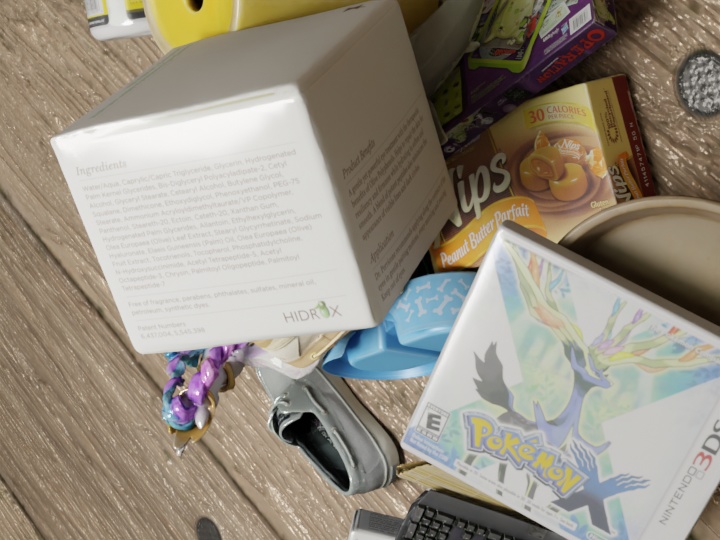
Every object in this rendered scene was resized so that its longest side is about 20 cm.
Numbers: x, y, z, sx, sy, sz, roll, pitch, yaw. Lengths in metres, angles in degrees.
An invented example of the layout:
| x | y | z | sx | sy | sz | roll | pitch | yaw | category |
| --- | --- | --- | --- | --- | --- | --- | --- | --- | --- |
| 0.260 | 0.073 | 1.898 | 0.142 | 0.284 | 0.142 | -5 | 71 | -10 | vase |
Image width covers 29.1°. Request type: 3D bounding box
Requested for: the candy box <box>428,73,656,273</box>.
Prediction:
| x | y | z | sx | sy | sz | roll | pitch | yaw | category |
| --- | --- | --- | --- | --- | --- | --- | --- | --- | --- |
| 0.128 | -0.070 | 1.078 | 0.200 | 0.055 | 0.116 | -12 | 93 | 49 | candy box |

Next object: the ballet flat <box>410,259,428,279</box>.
| x | y | z | sx | sy | sz | roll | pitch | yaw | category |
| --- | --- | --- | --- | --- | --- | --- | --- | --- | --- |
| -0.017 | -0.053 | 1.231 | 0.200 | 0.073 | 0.073 | 53 | 135 | 21 | ballet flat |

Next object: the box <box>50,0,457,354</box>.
| x | y | z | sx | sy | sz | roll | pitch | yaw | category |
| --- | --- | --- | --- | --- | --- | --- | --- | --- | --- |
| -0.065 | -0.068 | 0.976 | 0.199 | 0.199 | 0.172 | -7 | 114 | 25 | box |

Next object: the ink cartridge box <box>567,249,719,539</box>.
| x | y | z | sx | sy | sz | roll | pitch | yaw | category |
| --- | --- | --- | --- | --- | --- | --- | --- | --- | --- |
| 0.185 | 0.088 | 0.988 | 0.145 | 0.083 | 0.200 | 38 | 118 | 5 | ink cartridge box |

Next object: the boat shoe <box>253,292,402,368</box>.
| x | y | z | sx | sy | sz | roll | pitch | yaw | category |
| --- | --- | --- | --- | --- | --- | --- | --- | --- | --- |
| 0.000 | 0.000 | 1.109 | 0.200 | 0.069 | 0.074 | -40 | 39 | 6 | boat shoe |

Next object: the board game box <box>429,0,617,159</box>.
| x | y | z | sx | sy | sz | roll | pitch | yaw | category |
| --- | --- | --- | --- | --- | --- | --- | --- | --- | --- |
| 0.106 | -0.173 | 1.037 | 0.200 | 0.032 | 0.120 | -34 | 50 | 43 | board game box |

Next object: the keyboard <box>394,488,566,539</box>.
| x | y | z | sx | sy | sz | roll | pitch | yaw | category |
| --- | --- | --- | --- | --- | --- | --- | --- | --- | --- |
| 0.118 | 0.252 | 1.104 | 0.199 | 0.021 | 0.127 | 20 | 120 | -2 | keyboard |

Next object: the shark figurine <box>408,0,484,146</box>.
| x | y | z | sx | sy | sz | roll | pitch | yaw | category |
| --- | --- | --- | --- | --- | --- | --- | --- | --- | --- |
| 0.043 | -0.185 | 1.037 | 0.215 | 0.089 | 0.128 | -57 | 35 | 22 | shark figurine |

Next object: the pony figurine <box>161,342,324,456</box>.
| x | y | z | sx | sy | sz | roll | pitch | yaw | category |
| --- | --- | --- | --- | --- | --- | --- | --- | --- | --- |
| -0.105 | 0.050 | 1.226 | 0.166 | 0.200 | 0.194 | 26 | 118 | 3 | pony figurine |

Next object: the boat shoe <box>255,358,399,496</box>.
| x | y | z | sx | sy | sz | roll | pitch | yaw | category |
| --- | --- | --- | --- | --- | --- | --- | --- | --- | --- |
| -0.048 | 0.138 | 1.323 | 0.201 | 0.071 | 0.070 | 43 | 131 | 32 | boat shoe |

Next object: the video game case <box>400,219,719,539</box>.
| x | y | z | sx | sy | sz | roll | pitch | yaw | category |
| --- | --- | --- | --- | --- | --- | --- | --- | --- | --- |
| 0.146 | 0.089 | 0.912 | 0.199 | 0.022 | 0.183 | 28 | 116 | 11 | video game case |

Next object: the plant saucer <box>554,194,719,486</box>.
| x | y | z | sx | sy | sz | roll | pitch | yaw | category |
| --- | --- | --- | --- | --- | --- | --- | --- | --- | --- |
| 0.205 | 0.046 | 0.901 | 0.199 | 0.029 | 0.201 | 7 | 109 | 20 | plant saucer |

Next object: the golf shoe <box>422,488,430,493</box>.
| x | y | z | sx | sy | sz | roll | pitch | yaw | category |
| --- | --- | --- | --- | --- | --- | --- | --- | --- | --- |
| 0.118 | 0.151 | 1.153 | 0.200 | 0.078 | 0.095 | -29 | 78 | 37 | golf shoe |

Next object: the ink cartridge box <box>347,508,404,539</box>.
| x | y | z | sx | sy | sz | roll | pitch | yaw | category |
| --- | --- | --- | --- | --- | --- | --- | --- | --- | --- |
| 0.072 | 0.307 | 1.166 | 0.199 | 0.044 | 0.174 | 13 | 108 | 0 | ink cartridge box |

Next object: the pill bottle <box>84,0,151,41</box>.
| x | y | z | sx | sy | sz | roll | pitch | yaw | category |
| --- | --- | --- | --- | --- | --- | --- | --- | --- | --- |
| -0.220 | -0.326 | 1.328 | 0.112 | 0.112 | 0.201 | 1 | 103 | 47 | pill bottle |

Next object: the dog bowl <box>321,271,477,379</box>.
| x | y | z | sx | sy | sz | roll | pitch | yaw | category |
| --- | --- | --- | --- | --- | --- | --- | --- | --- | --- |
| 0.050 | 0.048 | 1.166 | 0.200 | 0.111 | 0.050 | -22 | 64 | 49 | dog bowl |

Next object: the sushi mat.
| x | y | z | sx | sy | sz | roll | pitch | yaw | category |
| --- | --- | --- | --- | --- | --- | --- | --- | --- | --- |
| 0.132 | 0.187 | 1.077 | 0.096 | 0.199 | 0.012 | -33 | 35 | 60 | sushi mat |

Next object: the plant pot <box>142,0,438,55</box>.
| x | y | z | sx | sy | sz | roll | pitch | yaw | category |
| --- | --- | --- | --- | --- | --- | --- | --- | --- | --- |
| -0.068 | -0.236 | 1.137 | 0.200 | 0.188 | 0.202 | 19 | 116 | 43 | plant pot |
